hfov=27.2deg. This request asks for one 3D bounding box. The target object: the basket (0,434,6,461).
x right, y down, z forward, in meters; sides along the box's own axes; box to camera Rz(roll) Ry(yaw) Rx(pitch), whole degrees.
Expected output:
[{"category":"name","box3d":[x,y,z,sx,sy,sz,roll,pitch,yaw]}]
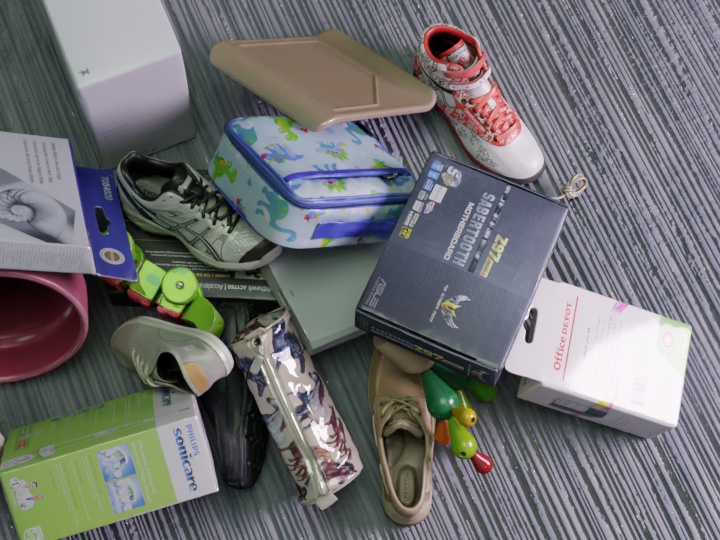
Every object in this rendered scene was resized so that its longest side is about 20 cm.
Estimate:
[{"category":"basket","box3d":[-0.437,0.186,1.481,0.123,0.200,0.136,31,72,4]}]

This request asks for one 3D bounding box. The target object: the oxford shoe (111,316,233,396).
[{"category":"oxford shoe","box3d":[-0.207,0.092,1.527,0.058,0.199,0.076,-45,118,-28]}]

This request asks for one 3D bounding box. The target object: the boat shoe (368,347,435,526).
[{"category":"boat shoe","box3d":[0.048,0.162,1.556,0.070,0.065,0.202,-6,70,-2]}]

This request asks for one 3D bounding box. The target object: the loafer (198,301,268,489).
[{"category":"loafer","box3d":[-0.139,0.133,1.571,0.070,0.068,0.203,-9,71,16]}]

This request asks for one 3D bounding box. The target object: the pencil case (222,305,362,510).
[{"category":"pencil case","box3d":[-0.067,0.141,1.520,0.077,0.089,0.201,-23,95,21]}]

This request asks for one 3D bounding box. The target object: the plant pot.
[{"category":"plant pot","box3d":[-0.388,-0.009,1.563,0.198,0.201,0.180,-8,55,-3]}]

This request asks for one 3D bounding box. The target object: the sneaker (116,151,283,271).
[{"category":"sneaker","box3d":[-0.172,-0.064,1.555,0.198,0.088,0.076,18,61,16]}]

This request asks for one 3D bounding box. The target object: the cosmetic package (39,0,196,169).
[{"category":"cosmetic package","box3d":[-0.275,-0.254,1.639,0.122,0.200,0.201,-22,71,-8]}]

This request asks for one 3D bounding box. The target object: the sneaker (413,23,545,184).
[{"category":"sneaker","box3d":[0.133,-0.189,1.664,0.067,0.108,0.202,-37,74,-13]}]

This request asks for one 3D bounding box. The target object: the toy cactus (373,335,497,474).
[{"category":"toy cactus","box3d":[0.089,0.099,1.541,0.164,0.102,0.202,29,53,-31]}]

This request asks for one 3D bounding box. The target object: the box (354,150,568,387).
[{"category":"box","box3d":[0.103,-0.004,1.499,0.157,0.051,0.201,24,68,9]}]

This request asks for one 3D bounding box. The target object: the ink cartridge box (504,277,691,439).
[{"category":"ink cartridge box","box3d":[0.237,0.089,1.554,0.198,0.067,0.118,19,69,-12]}]

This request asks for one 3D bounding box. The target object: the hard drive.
[{"category":"hard drive","box3d":[0.000,0.000,1.605,0.199,0.026,0.133,-21,70,-27]}]

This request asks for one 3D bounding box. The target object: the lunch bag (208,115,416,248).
[{"category":"lunch bag","box3d":[-0.044,-0.094,1.556,0.199,0.083,0.161,-5,42,-42]}]

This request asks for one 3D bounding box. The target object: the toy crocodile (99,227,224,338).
[{"category":"toy crocodile","box3d":[-0.227,0.011,1.559,0.199,0.068,0.062,31,78,7]}]

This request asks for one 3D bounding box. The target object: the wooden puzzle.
[{"category":"wooden puzzle","box3d":[-0.041,-0.208,1.644,0.185,0.038,0.199,36,35,30]}]

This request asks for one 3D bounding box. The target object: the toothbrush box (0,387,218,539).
[{"category":"toothbrush box","box3d":[-0.252,0.190,1.493,0.198,0.146,0.087,-18,103,-7]}]

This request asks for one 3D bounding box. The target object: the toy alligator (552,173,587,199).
[{"category":"toy alligator","box3d":[0.161,-0.059,1.649,0.199,0.060,0.054,-31,30,-20]}]

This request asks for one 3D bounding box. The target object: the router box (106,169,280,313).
[{"category":"router box","box3d":[-0.173,-0.034,1.636,0.198,0.051,0.151,3,71,1]}]

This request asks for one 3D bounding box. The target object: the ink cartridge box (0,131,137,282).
[{"category":"ink cartridge box","box3d":[-0.328,-0.071,1.493,0.198,0.041,0.200,6,36,-24]}]
